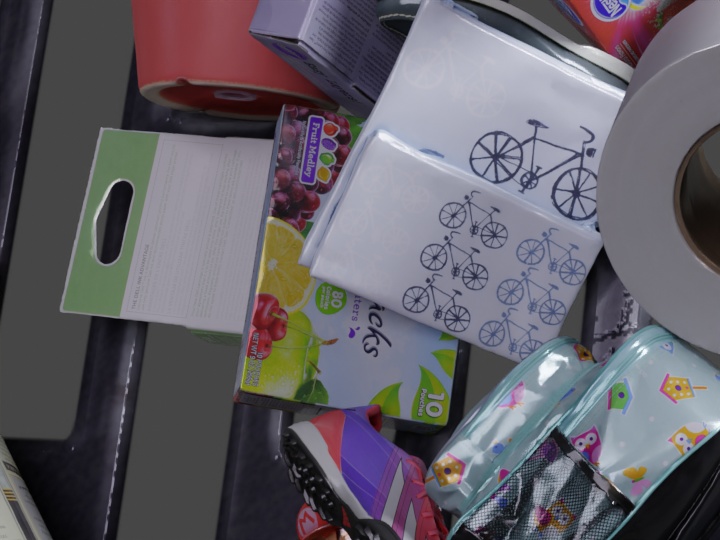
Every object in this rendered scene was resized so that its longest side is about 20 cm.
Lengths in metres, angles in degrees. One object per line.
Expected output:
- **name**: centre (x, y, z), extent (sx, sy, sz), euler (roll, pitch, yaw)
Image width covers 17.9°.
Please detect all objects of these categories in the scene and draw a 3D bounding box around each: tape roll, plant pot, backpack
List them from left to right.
- **plant pot**: centre (-0.077, -0.203, 1.597), extent (0.200, 0.200, 0.178), euler (3, 83, 23)
- **backpack**: centre (0.147, 0.125, 1.395), extent (0.200, 0.176, 0.153), euler (-40, 66, 2)
- **tape roll**: centre (0.249, -0.063, 1.382), extent (0.202, 0.139, 0.203), euler (5, 112, 11)

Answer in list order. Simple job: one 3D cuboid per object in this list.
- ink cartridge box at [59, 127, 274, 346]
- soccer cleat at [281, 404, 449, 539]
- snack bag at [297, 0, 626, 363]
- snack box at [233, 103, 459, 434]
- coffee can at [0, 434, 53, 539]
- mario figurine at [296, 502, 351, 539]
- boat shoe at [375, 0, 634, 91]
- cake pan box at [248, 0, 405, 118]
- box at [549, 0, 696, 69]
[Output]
- **ink cartridge box**: centre (-0.103, -0.022, 1.618), extent (0.199, 0.048, 0.146), euler (5, 75, 24)
- **soccer cleat**: centre (0.025, 0.153, 1.411), extent (0.073, 0.068, 0.200), euler (-23, 44, -19)
- **snack bag**: centre (0.082, -0.055, 1.480), extent (0.200, 0.188, 0.021), euler (-64, 21, 5)
- **snack box**: centre (0.000, 0.000, 1.533), extent (0.142, 0.053, 0.201), euler (10, 75, -7)
- **coffee can**: centre (-0.291, 0.187, 1.573), extent (0.146, 0.146, 0.200), euler (-36, 63, 8)
- **mario figurine**: centre (0.015, 0.228, 1.452), extent (0.123, 0.106, 0.200), euler (-32, 67, -8)
- **boat shoe**: centre (0.095, -0.133, 1.505), extent (0.073, 0.199, 0.062), euler (-9, 63, 64)
- **cake pan box**: centre (0.019, -0.201, 1.540), extent (0.052, 0.200, 0.185), euler (12, 79, 34)
- **box**: centre (0.154, -0.222, 1.490), extent (0.100, 0.200, 0.096), euler (-42, 60, 5)
